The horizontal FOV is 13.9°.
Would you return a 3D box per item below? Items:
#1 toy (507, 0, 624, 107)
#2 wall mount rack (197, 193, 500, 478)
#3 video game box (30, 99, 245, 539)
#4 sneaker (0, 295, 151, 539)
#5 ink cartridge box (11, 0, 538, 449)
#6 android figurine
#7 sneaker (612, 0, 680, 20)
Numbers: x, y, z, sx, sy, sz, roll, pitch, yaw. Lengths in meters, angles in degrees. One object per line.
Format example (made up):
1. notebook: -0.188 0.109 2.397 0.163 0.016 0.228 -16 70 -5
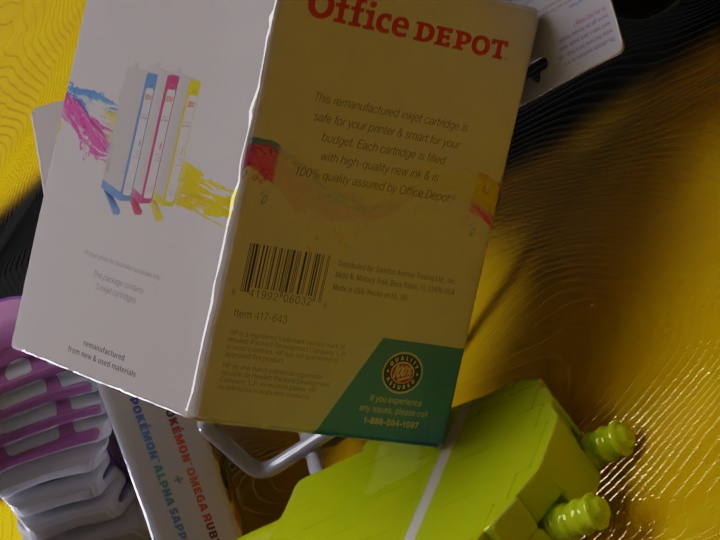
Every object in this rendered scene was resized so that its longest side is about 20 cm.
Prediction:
1. toy: 0.059 -0.167 1.162 0.115 0.047 0.200 -26 79 57
2. wall mount rack: 0.000 0.000 1.320 0.174 0.075 0.200 -35 34 15
3. video game box: -0.106 0.032 1.417 0.047 0.182 0.200 -20 28 -1
4. sneaker: -0.153 0.076 1.471 0.200 0.080 0.089 72 -174 -46
5. ink cartridge box: -0.031 -0.047 1.137 0.125 0.128 0.200 17 95 49
6. android figurine: 0.016 0.108 1.137 0.200 0.041 0.182 -26 21 29
7. sneaker: 0.133 -0.213 1.188 0.200 0.078 0.140 -51 29 37
